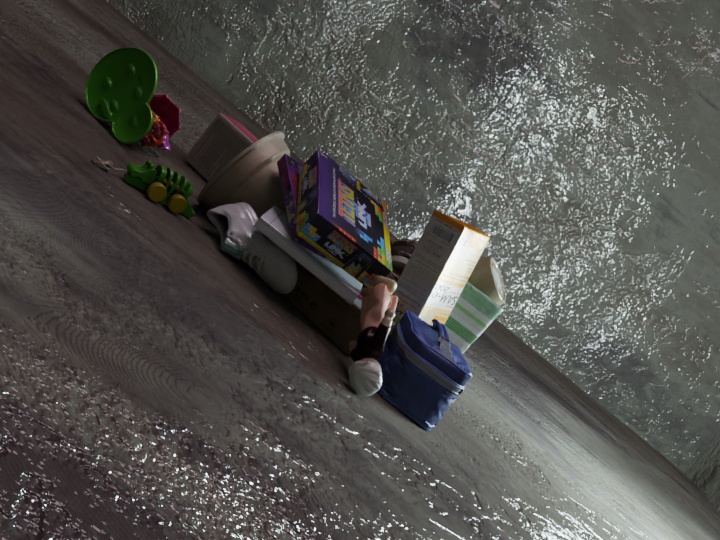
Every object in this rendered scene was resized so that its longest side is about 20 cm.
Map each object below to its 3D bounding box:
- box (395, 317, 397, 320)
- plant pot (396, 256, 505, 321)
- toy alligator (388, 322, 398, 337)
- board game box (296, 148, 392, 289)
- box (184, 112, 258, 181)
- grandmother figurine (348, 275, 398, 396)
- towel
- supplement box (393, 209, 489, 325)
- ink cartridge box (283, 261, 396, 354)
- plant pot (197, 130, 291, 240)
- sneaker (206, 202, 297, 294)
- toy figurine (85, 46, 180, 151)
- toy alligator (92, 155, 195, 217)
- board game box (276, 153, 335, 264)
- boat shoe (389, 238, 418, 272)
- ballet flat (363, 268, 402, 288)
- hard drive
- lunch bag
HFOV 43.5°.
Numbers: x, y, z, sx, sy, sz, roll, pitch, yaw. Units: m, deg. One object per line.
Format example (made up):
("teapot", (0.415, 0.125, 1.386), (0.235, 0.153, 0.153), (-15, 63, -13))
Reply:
("box", (0.036, 0.082, 1.807), (0.070, 0.064, 0.200), (42, 9, 22))
("plant pot", (0.184, 0.045, 1.814), (0.187, 0.198, 0.189), (-18, 90, -72))
("toy alligator", (0.058, 0.132, 1.658), (0.199, 0.054, 0.059), (37, -28, 3))
("board game box", (-0.026, -0.088, 1.486), (0.165, 0.057, 0.201), (38, 27, -27))
("box", (-0.247, -0.214, 1.899), (0.200, 0.128, 0.109), (42, 8, 14))
("grandmother figurine", (0.020, 0.101, 1.376), (0.060, 0.122, 0.201), (19, 48, -10))
("towel", (0.155, 0.104, 1.743), (0.152, 0.200, 0.023), (36, 14, -17))
("supplement box", (0.140, 0.004, 1.628), (0.073, 0.201, 0.126), (32, 9, 29))
("ink cartridge box", (-0.047, 0.052, 1.563), (0.200, 0.075, 0.165), (41, 10, 13))
("plant pot", (-0.162, -0.116, 1.633), (0.184, 0.200, 0.200), (51, 9, 1))
("sneaker", (-0.184, -0.033, 1.479), (0.088, 0.076, 0.200), (-4, 44, -48))
("toy figurine", (-0.401, -0.291, 1.709), (0.202, 0.149, 0.184), (67, 9, 22))
("toy alligator", (-0.329, -0.148, 1.433), (0.199, 0.054, 0.059), (33, 10, -41))
("board game box", (-0.078, -0.101, 1.517), (0.119, 0.032, 0.201), (26, 33, -34))
("boat shoe", (0.045, -0.025, 1.745), (0.072, 0.060, 0.199), (37, -22, -26))
("ballet flat", (0.000, 0.000, 1.667), (0.198, 0.071, 0.071), (25, 9, 0))
("hard drive", (-0.081, -0.029, 1.492), (0.199, 0.027, 0.132), (39, 12, -4))
("lunch bag", (0.103, 0.152, 1.494), (0.135, 0.133, 0.200), (38, 9, -10))
